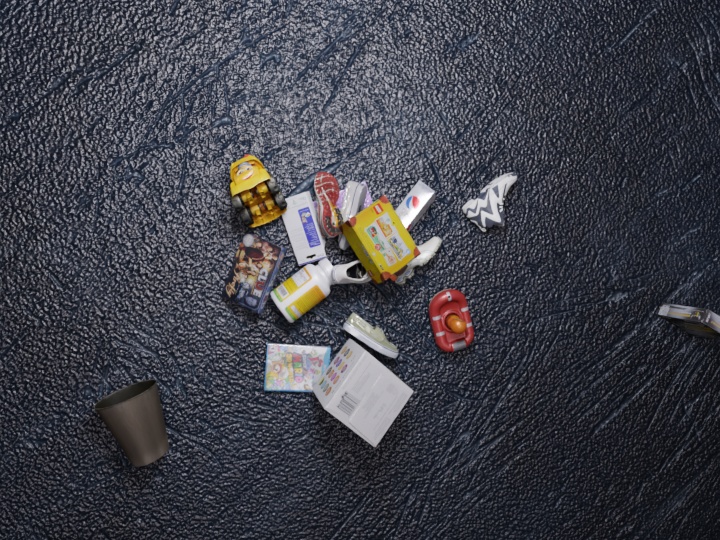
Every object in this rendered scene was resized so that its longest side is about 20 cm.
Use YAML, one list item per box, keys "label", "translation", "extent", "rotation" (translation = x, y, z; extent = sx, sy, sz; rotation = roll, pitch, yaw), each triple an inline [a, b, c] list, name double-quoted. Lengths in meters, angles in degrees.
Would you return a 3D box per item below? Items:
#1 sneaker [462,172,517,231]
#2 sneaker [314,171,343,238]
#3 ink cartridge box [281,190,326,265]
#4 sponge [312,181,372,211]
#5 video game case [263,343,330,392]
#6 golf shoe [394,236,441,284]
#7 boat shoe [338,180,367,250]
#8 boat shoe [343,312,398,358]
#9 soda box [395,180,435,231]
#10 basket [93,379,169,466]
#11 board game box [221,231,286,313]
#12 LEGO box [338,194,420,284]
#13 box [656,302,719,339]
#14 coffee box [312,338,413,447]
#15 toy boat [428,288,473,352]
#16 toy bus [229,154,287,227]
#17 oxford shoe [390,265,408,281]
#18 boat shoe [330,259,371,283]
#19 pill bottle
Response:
- label: "sneaker"
  translation: [0.432, -0.204, 1.740]
  extent: [0.198, 0.079, 0.130]
  rotation: [-40, 102, -4]
- label: "sneaker"
  translation: [-0.106, -0.191, 1.616]
  extent: [0.076, 0.082, 0.204]
  rotation: [-1, 77, -27]
- label: "ink cartridge box"
  translation: [-0.168, -0.125, 1.643]
  extent: [0.098, 0.039, 0.204]
  rotation: [-14, 98, 17]
- label: "sponge"
  translation: [-0.058, -0.183, 1.678]
  extent: [0.197, 0.030, 0.113]
  rotation: [-22, 99, -7]
- label: "video game case"
  translation: [-0.196, 0.303, 1.710]
  extent: [0.196, 0.018, 0.146]
  rotation: [5, 94, -11]
- label: "golf shoe"
  translation: [0.162, -0.052, 1.711]
  extent: [0.199, 0.078, 0.098]
  rotation: [-41, 95, -5]
- label: "boat shoe"
  translation: [-0.039, -0.164, 1.637]
  extent: [0.065, 0.072, 0.204]
  rotation: [21, 108, 18]
- label: "boat shoe"
  translation: [0.041, 0.203, 1.716]
  extent: [0.198, 0.072, 0.063]
  rotation: [32, 92, -9]
- label: "soda box"
  translation: [0.145, -0.171, 1.688]
  extent: [0.063, 0.068, 0.201]
  rotation: [38, 88, 14]
- label: "basket"
  translation: [-0.641, 0.445, 1.591]
  extent: [0.177, 0.136, 0.204]
  rotation: [-19, 102, -13]
- label: "board game box"
  translation: [-0.313, 0.005, 1.621]
  extent: [0.133, 0.035, 0.203]
  rotation: [22, 92, 15]
- label: "LEGO box"
  translation: [0.056, -0.087, 1.579]
  extent: [0.148, 0.077, 0.202]
  rotation: [-34, 95, -27]
- label: "box"
  translation: [1.125, 0.172, 1.842]
  extent: [0.157, 0.200, 0.049]
  rotation: [28, 87, -13]
- label: "coffee box"
  translation: [0.002, 0.358, 1.653]
  extent: [0.199, 0.198, 0.201]
  rotation: [39, 84, -15]
- label: "toy boat"
  translation: [0.292, 0.161, 1.726]
  extent: [0.128, 0.131, 0.204]
  rotation: [-17, 99, -8]
- label: "toy bus"
  translation: [-0.304, -0.250, 1.546]
  extent: [0.134, 0.200, 0.195]
  rotation: [-23, 70, -3]
- label: "oxford shoe"
  translation: [0.068, -0.069, 1.675]
  extent: [0.072, 0.071, 0.201]
  rotation: [-38, 85, 11]
- label: "boat shoe"
  translation: [0.000, 0.000, 1.633]
  extent: [0.198, 0.065, 0.074]
  rotation: [-3, 88, -49]
- label: "pill bottle"
  translation: [-0.159, 0.053, 1.643]
  extent: [0.199, 0.111, 0.112]
  rotation: [-37, 101, -5]
